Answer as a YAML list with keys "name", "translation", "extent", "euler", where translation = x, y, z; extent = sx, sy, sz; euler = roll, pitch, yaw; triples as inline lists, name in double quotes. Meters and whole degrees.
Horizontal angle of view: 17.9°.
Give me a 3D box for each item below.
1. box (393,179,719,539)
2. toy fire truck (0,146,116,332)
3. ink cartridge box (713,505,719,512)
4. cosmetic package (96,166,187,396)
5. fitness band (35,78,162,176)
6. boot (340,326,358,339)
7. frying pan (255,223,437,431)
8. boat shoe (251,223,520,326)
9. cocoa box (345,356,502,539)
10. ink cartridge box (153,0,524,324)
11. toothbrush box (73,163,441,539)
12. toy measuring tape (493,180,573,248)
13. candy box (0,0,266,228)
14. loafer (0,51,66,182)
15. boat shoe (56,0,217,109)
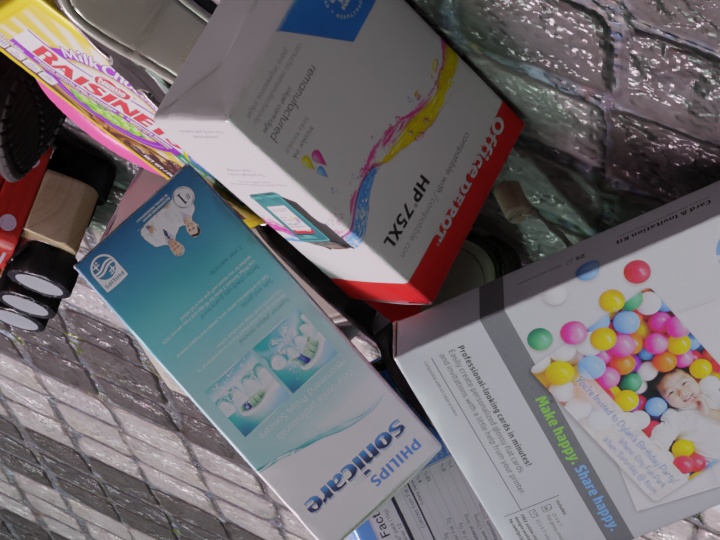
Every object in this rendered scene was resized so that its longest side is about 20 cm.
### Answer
- name: "box"
  translation: [0.139, 0.054, 1.139]
  extent: [0.200, 0.041, 0.156]
  euler: [-24, 116, 13]
- name: "toy fire truck"
  translation: [-0.283, -0.062, 1.590]
  extent: [0.200, 0.129, 0.176]
  euler: [22, 162, -11]
- name: "ink cartridge box"
  translation: [0.278, 0.138, 1.374]
  extent: [0.200, 0.041, 0.200]
  euler: [27, 169, 7]
- name: "cosmetic package"
  translation: [-0.101, 0.009, 1.508]
  extent: [0.073, 0.104, 0.200]
  euler: [21, 161, 20]
- name: "fitness band"
  translation: [-0.128, -0.112, 1.337]
  extent: [0.143, 0.037, 0.200]
  euler: [29, 160, -1]
- name: "boot"
  translation: [-0.043, 0.015, 1.451]
  extent: [0.073, 0.096, 0.200]
  euler: [20, 159, 23]
- name: "frying pan"
  translation: [-0.005, 0.017, 1.236]
  extent: [0.115, 0.031, 0.190]
  euler: [41, -177, -16]
- name: "boat shoe"
  translation: [0.000, 0.000, 1.357]
  extent: [0.200, 0.067, 0.057]
  euler: [4, -170, 27]
- name: "cocoa box"
  translation: [0.039, 0.115, 1.404]
  extent: [0.134, 0.131, 0.200]
  euler: [64, 175, 1]
- name: "ink cartridge box"
  translation: [0.005, -0.063, 1.153]
  extent: [0.067, 0.116, 0.200]
  euler: [4, 150, 50]
- name: "toothbrush box"
  translation: [-0.051, 0.049, 1.234]
  extent: [0.200, 0.085, 0.146]
  euler: [47, 177, 3]
- name: "toy measuring tape"
  translation: [0.111, 0.022, 1.278]
  extent: [0.073, 0.074, 0.200]
  euler: [11, 159, 42]
- name: "candy box"
  translation: [-0.120, -0.094, 1.283]
  extent: [0.200, 0.026, 0.102]
  euler: [38, 156, -18]
- name: "loafer"
  translation: [-0.233, -0.131, 1.400]
  extent: [0.071, 0.073, 0.200]
  euler: [27, 154, 21]
- name: "boat shoe"
  translation: [-0.083, -0.107, 1.206]
  extent: [0.200, 0.067, 0.057]
  euler: [41, -179, -23]
